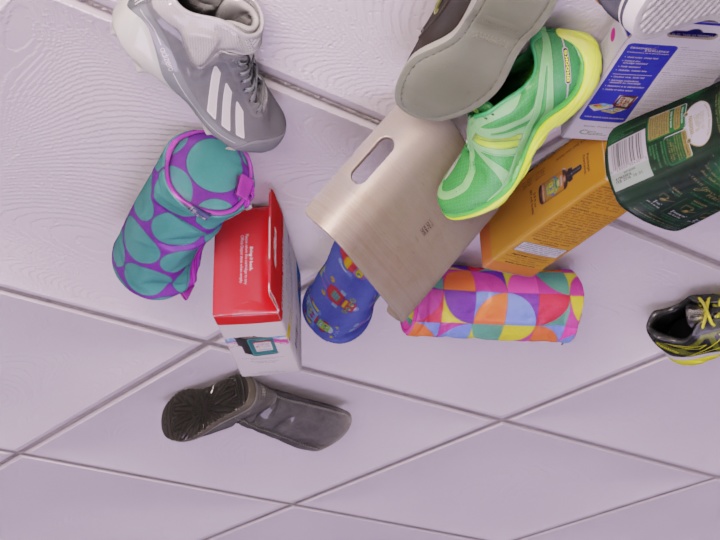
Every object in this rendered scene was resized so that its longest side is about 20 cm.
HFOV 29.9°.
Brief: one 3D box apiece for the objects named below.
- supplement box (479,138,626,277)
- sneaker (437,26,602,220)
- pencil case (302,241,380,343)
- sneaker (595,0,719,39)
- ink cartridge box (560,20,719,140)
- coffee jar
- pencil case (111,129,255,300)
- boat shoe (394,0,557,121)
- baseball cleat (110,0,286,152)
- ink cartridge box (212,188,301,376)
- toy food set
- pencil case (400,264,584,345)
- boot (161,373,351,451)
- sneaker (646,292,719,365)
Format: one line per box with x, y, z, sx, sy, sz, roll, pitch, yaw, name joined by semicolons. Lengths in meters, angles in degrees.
0.190;-0.064;1.255;0.068;0.067;0.200;11;152;-25;supplement box
0.114;-0.126;1.105;0.083;0.074;0.200;21;128;-21;sneaker
0.000;0.000;1.359;0.078;0.087;0.200;36;149;2;pencil case
0.236;-0.216;0.943;0.199;0.079;0.079;-13;141;-39;sneaker
0.234;-0.160;1.079;0.094;0.037;0.200;3;161;-9;ink cartridge box
0.298;-0.106;1.062;0.104;0.086;0.199;20;150;-35;coffee jar
-0.165;-0.045;1.240;0.092;0.085;0.200;32;147;-8;pencil case
0.088;-0.183;1.005;0.071;0.061;0.201;21;148;-18;boat shoe
-0.099;-0.154;1.039;0.106;0.070;0.200;-17;151;29;baseball cleat
-0.103;0.015;1.335;0.067;0.117;0.200;-4;154;4;ink cartridge box
0.040;-0.054;1.204;0.144;0.060;0.200;-49;147;-6;toy food set
0.140;0.034;1.438;0.198;0.089;0.088;4;154;-13;pencil case
-0.138;0.199;1.785;0.181;0.073;0.200;-18;157;33;boot
0.413;0.059;1.518;0.199;0.075;0.084;-25;146;38;sneaker
